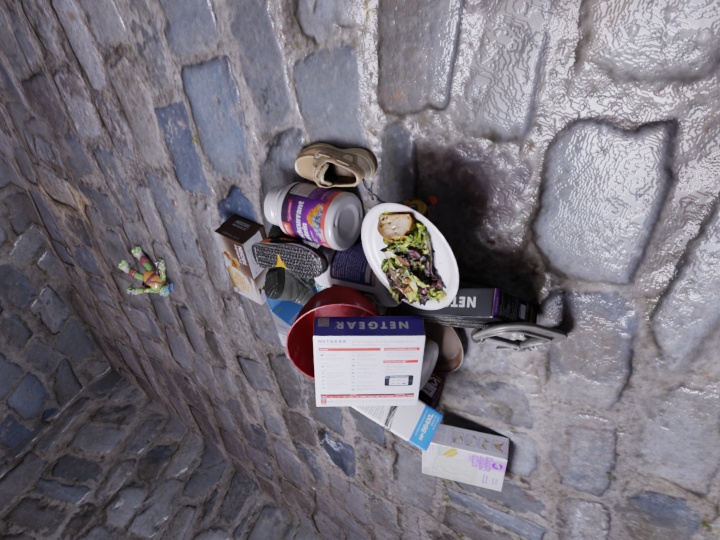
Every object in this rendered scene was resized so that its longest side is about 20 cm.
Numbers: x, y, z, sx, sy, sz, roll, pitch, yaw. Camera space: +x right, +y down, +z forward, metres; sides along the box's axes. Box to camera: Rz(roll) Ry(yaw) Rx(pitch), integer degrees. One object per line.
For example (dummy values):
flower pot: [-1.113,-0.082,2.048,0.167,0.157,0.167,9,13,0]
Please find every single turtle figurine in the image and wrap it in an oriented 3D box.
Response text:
turtle figurine: [-0.744,0.008,1.877,0.192,0.199,0.146,38,110,16]

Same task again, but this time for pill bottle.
pill bottle: [0.059,0.163,1.165,0.197,0.116,0.118,27,141,25]
pill bottle: [-0.100,-0.116,1.110,0.196,0.112,0.114,17,136,34]
pill bottle: [0.000,0.000,1.118,0.196,0.116,0.118,11,133,39]

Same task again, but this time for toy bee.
toy bee: [0.093,-0.077,0.950,0.106,0.132,0.203,-23,123,7]

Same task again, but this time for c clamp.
c clamp: [0.263,0.121,0.949,0.168,0.028,0.197,-14,156,41]

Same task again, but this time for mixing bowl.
mixing bowl: [-0.040,0.106,1.042,0.193,0.110,0.205,0,127,-1]

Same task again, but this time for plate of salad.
plate of salad: [0.072,-0.014,0.896,0.197,0.048,0.204,29,140,27]

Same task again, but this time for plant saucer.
plant saucer: [0.140,0.134,1.179,0.197,0.032,0.204,28,140,25]

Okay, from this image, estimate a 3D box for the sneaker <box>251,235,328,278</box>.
sneaker: [-0.133,-0.042,1.138,0.196,0.090,0.072,10,122,34]

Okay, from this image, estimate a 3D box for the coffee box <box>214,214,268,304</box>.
coffee box: [-0.292,-0.027,1.423,0.112,0.080,0.204,22,138,30]

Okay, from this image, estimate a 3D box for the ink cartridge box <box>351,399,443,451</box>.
ink cartridge box: [0.054,0.278,1.143,0.197,0.086,0.146,33,170,-6]

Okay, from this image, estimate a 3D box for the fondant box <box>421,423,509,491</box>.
fondant box: [0.244,0.439,1.295,0.194,0.059,0.147,7,133,14]

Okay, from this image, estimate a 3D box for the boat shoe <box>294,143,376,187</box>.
boat shoe: [-0.062,-0.194,1.035,0.196,0.065,0.073,8,131,41]

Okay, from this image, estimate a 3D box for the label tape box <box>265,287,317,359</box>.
label tape box: [-0.140,0.109,1.343,0.062,0.144,0.204,16,136,33]

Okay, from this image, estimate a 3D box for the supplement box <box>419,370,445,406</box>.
supplement box: [0.130,0.279,1.276,0.107,0.061,0.202,31,154,19]

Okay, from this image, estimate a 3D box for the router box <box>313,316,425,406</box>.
router box: [0.014,0.167,0.991,0.193,0.049,0.184,0,127,-2]

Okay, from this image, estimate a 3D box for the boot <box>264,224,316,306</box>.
boot: [-0.153,-0.020,1.278,0.067,0.207,0.129,-3,168,45]

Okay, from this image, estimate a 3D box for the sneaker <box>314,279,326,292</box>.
sneaker: [-0.064,0.065,1.272,0.077,0.086,0.203,-12,116,49]

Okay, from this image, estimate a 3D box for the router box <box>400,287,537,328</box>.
router box: [0.190,0.068,0.970,0.197,0.053,0.147,-2,166,45]
